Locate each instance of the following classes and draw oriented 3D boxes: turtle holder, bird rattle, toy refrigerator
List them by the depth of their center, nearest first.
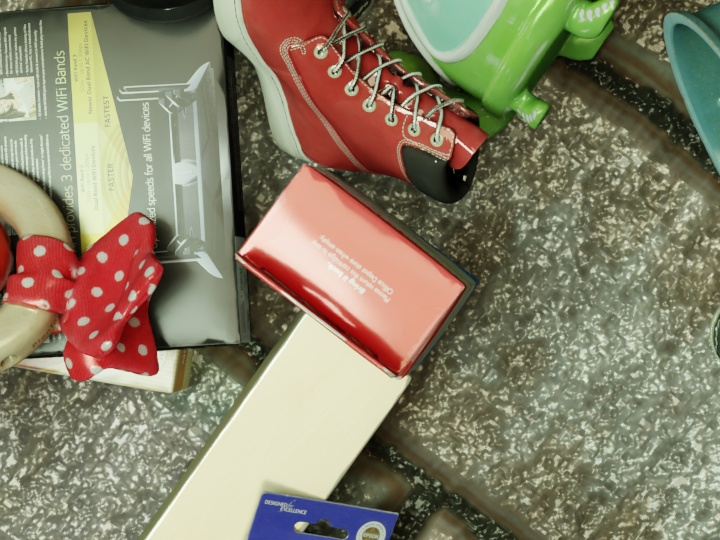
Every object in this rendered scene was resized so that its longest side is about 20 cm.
[{"bbox_3d":[-0.210,0.008,1.604,0.200,0.113,0.163,-32,69,2],"label":"bird rattle"},{"bbox_3d":[0.082,-0.164,1.692,0.132,0.186,0.141,35,62,3],"label":"turtle holder"},{"bbox_3d":[-0.057,0.119,1.733,0.076,0.070,0.200,35,94,-4],"label":"toy refrigerator"}]

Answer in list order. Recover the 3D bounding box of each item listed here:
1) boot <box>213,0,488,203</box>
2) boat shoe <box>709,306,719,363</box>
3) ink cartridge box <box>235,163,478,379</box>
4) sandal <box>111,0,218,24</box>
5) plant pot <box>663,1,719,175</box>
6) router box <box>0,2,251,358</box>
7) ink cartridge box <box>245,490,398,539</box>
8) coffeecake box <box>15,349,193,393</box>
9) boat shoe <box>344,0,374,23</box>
[{"bbox_3d":[0.002,-0.121,1.637,0.144,0.200,0.073,21,62,32],"label":"boot"},{"bbox_3d":[0.281,0.094,1.703,0.074,0.066,0.200,-37,88,4],"label":"boat shoe"},{"bbox_3d":[0.000,0.000,1.658,0.116,0.200,0.067,37,93,3],"label":"ink cartridge box"},{"bbox_3d":[-0.101,-0.213,1.677,0.075,0.200,0.045,3,134,12],"label":"sandal"},{"bbox_3d":[0.305,-0.103,1.644,0.196,0.200,0.201,-28,89,-3],"label":"plant pot"},{"bbox_3d":[-0.147,-0.052,1.671,0.156,0.052,0.201,-3,89,5],"label":"router box"},{"bbox_3d":[-0.043,0.231,1.711,0.094,0.037,0.201,12,103,-28],"label":"ink cartridge box"},{"bbox_3d":[-0.191,-0.019,1.738,0.199,0.073,0.154,9,91,4],"label":"coffeecake box"},{"bbox_3d":[-0.016,-0.243,1.725,0.075,0.060,0.201,-6,91,5],"label":"boat shoe"}]
